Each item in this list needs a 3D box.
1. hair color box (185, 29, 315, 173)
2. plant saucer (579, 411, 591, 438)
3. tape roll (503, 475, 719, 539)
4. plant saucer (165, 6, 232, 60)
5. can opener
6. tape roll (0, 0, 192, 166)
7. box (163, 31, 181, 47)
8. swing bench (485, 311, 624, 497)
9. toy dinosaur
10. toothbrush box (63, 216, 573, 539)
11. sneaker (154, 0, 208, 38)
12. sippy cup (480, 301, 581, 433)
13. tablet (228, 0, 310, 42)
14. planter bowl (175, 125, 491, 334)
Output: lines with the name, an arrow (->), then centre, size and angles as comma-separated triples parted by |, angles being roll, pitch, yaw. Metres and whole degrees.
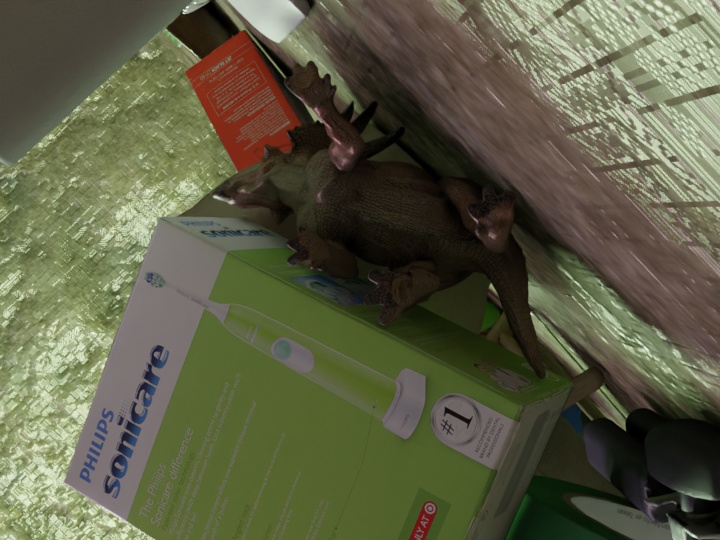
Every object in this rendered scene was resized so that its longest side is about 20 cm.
hair color box -> -0.050, -0.074, 0.981 | 0.200, 0.061, 0.102 | 59, -173, 35
plant saucer -> 0.234, 0.182, 1.223 | 0.201, 0.039, 0.201 | 46, 180, 0
tape roll -> 0.163, 0.161, 0.664 | 0.200, 0.048, 0.200 | 20, -178, -1
plant saucer -> -0.173, -0.232, 1.108 | 0.200, 0.037, 0.200 | 40, -178, -1
can opener -> 0.165, 0.095, 0.699 | 0.200, 0.053, 0.067 | -137, 35, -80
tape roll -> -0.161, -0.160, 0.529 | 0.203, 0.139, 0.203 | 46, 174, 6
box -> -0.234, -0.302, 1.291 | 0.200, 0.036, 0.144 | 47, 179, -12
swing bench -> 0.117, 0.171, 0.936 | 0.199, 0.200, 0.130 | 47, 179, -30
toy dinosaur -> 0.020, -0.027, 0.647 | 0.200, 0.086, 0.136 | 30, -174, 11
toothbrush box -> -0.023, 0.078, 0.639 | 0.200, 0.146, 0.086 | 25, -168, 20
sneaker -> -0.146, -0.189, 0.896 | 0.075, 0.081, 0.200 | 48, 177, -4
sippy cup -> 0.114, 0.112, 1.135 | 0.178, 0.140, 0.130 | 31, 179, -42
tablet -> -0.081, -0.173, 0.699 | 0.130, 0.014, 0.200 | 46, 180, -9
planter bowl -> 0.000, 0.000, 0.798 | 0.200, 0.135, 0.200 | 46, 180, 0
